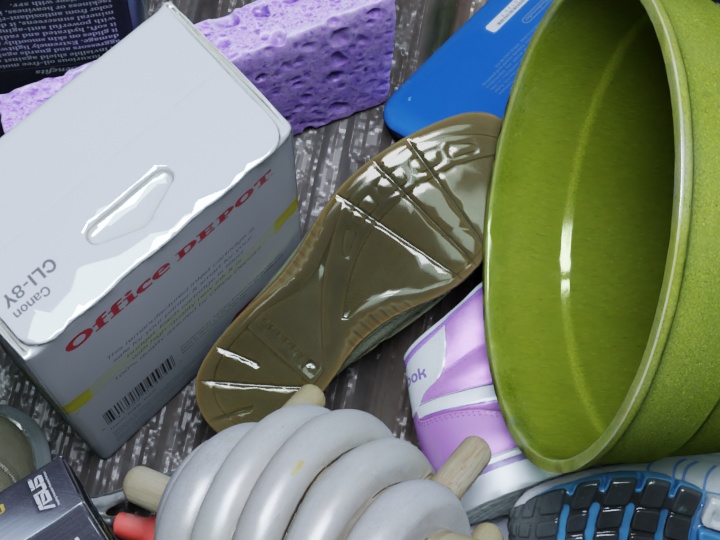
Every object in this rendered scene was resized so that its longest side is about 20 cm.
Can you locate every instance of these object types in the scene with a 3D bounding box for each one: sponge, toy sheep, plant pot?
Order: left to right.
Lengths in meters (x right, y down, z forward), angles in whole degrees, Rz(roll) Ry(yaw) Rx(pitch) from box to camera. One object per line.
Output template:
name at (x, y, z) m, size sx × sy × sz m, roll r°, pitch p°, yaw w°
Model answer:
sponge at (-0.078, -0.086, 0.785) m, size 0.198 × 0.112 × 0.030 m, roll -21°, pitch 73°, yaw -8°
toy sheep at (-0.020, 0.119, 0.672) m, size 0.198 × 0.138 × 0.139 m, roll 10°, pitch 70°, yaw 33°
plant pot at (0.174, -0.013, 0.655) m, size 0.190 × 0.200 × 0.203 m, roll 5°, pitch 72°, yaw -15°

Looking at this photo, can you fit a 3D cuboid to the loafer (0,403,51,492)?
loafer at (-0.188, 0.162, 0.706) m, size 0.074 × 0.070 × 0.203 m, roll 4°, pitch 90°, yaw 13°

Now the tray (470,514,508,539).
tray at (0.052, 0.142, 0.764) m, size 0.199 × 0.022 × 0.108 m, roll -33°, pitch 75°, yaw -10°

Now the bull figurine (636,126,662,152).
bull figurine at (0.203, -0.062, 0.759) m, size 0.121 × 0.200 × 0.066 m, roll -26°, pitch 32°, yaw 26°

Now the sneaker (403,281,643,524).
sneaker at (0.118, 0.038, 0.752) m, size 0.198 × 0.073 × 0.115 m, roll -14°, pitch 68°, yaw -11°

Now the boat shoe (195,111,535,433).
boat shoe at (0.001, 0.002, 0.759) m, size 0.073 × 0.063 × 0.201 m, roll 42°, pitch 93°, yaw -1°

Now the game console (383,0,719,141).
game console at (0.143, -0.082, 0.838) m, size 0.200 × 0.119 × 0.170 m, roll -44°, pitch 47°, yaw -13°

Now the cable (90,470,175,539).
cable at (-0.139, 0.124, 0.747) m, size 0.198 × 0.050 × 0.098 m, roll 21°, pitch 85°, yaw 4°

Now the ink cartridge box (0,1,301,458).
ink cartridge box at (-0.104, -0.010, 0.714) m, size 0.145 × 0.200 × 0.083 m, roll -42°, pitch 78°, yaw -13°

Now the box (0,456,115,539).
box at (-0.142, 0.204, 0.668) m, size 0.157 × 0.048 × 0.201 m, roll -32°, pitch 116°, yaw -10°

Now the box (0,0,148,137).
box at (-0.173, -0.190, 0.769) m, size 0.122 × 0.199 × 0.203 m, roll -7°, pitch 73°, yaw -6°

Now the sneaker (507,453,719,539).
sneaker at (0.161, 0.111, 0.721) m, size 0.197 × 0.087 × 0.076 m, roll 0°, pitch 110°, yaw -7°
